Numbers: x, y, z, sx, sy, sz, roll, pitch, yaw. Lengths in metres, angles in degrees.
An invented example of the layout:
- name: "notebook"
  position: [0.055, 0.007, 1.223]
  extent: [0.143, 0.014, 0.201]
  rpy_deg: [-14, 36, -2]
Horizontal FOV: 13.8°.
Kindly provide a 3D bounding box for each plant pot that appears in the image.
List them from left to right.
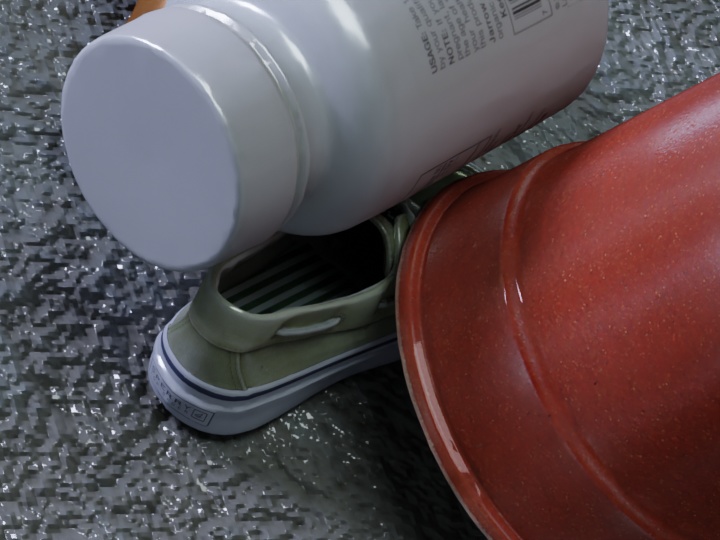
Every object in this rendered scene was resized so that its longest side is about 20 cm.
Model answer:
- name: "plant pot"
  position: [0.152, 0.009, 1.097]
  extent: [0.201, 0.195, 0.201]
  rpy_deg: [27, 47, -33]

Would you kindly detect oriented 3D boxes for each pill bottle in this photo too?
- name: "pill bottle"
  position: [-0.010, -0.077, 1.100]
  extent: [0.114, 0.114, 0.200]
  rpy_deg: [47, 47, 15]

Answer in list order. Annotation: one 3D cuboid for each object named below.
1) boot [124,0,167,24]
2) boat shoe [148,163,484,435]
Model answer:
- name: "boot"
  position: [-0.069, -0.157, 1.182]
  extent: [0.200, 0.077, 0.155]
  rpy_deg: [-36, 103, -25]
- name: "boat shoe"
  position: [0.000, 0.000, 1.150]
  extent: [0.072, 0.062, 0.200]
  rpy_deg: [43, 43, 11]
